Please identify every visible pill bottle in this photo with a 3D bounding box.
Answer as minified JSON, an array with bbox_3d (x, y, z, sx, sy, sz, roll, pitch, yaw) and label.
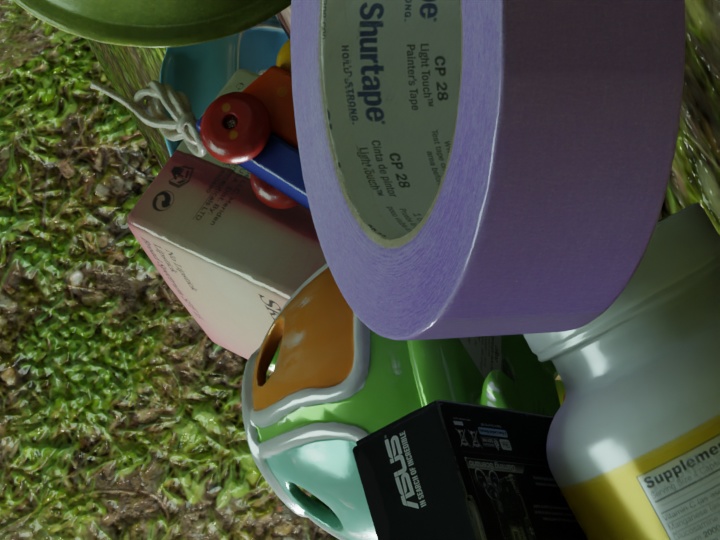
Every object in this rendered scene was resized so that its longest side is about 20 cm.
[{"bbox_3d":[0.137,0.082,0.863,0.201,0.111,0.112,62,173,2],"label":"pill bottle"}]

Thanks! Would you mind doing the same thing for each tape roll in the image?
[{"bbox_3d":[0.037,-0.078,0.804,0.200,0.065,0.202,177,90,-69],"label":"tape roll"}]

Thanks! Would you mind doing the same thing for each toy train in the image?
[{"bbox_3d":[-0.027,-0.092,1.123,0.199,0.116,0.085,32,175,24],"label":"toy train"}]

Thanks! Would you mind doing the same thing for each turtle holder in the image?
[{"bbox_3d":[0.030,0.062,1.052,0.185,0.131,0.142,32,-135,-61],"label":"turtle holder"}]

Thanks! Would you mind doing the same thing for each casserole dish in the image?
[{"bbox_3d":[-0.054,-0.092,1.347,0.200,0.038,0.122,-2,-90,-68],"label":"casserole dish"}]

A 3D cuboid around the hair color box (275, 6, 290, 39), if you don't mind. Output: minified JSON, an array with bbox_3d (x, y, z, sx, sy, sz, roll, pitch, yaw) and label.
[{"bbox_3d":[-0.012,-0.149,1.273,0.201,0.060,0.100,58,173,24],"label":"hair color box"}]

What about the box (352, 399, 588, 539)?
[{"bbox_3d":[0.091,0.138,0.902,0.199,0.043,0.161,11,-124,-54],"label":"box"}]

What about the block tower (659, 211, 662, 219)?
[{"bbox_3d":[0.054,-0.097,1.013,0.201,0.054,0.058,57,171,31],"label":"block tower"}]

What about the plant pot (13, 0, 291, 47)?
[{"bbox_3d":[-0.100,-0.243,1.131,0.201,0.199,0.191,58,161,27],"label":"plant pot"}]

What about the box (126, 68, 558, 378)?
[{"bbox_3d":[0.000,0.000,1.216,0.199,0.109,0.128,25,159,35],"label":"box"}]

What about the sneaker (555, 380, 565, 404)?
[{"bbox_3d":[0.123,0.118,1.282,0.200,0.090,0.079,42,-134,-46],"label":"sneaker"}]
